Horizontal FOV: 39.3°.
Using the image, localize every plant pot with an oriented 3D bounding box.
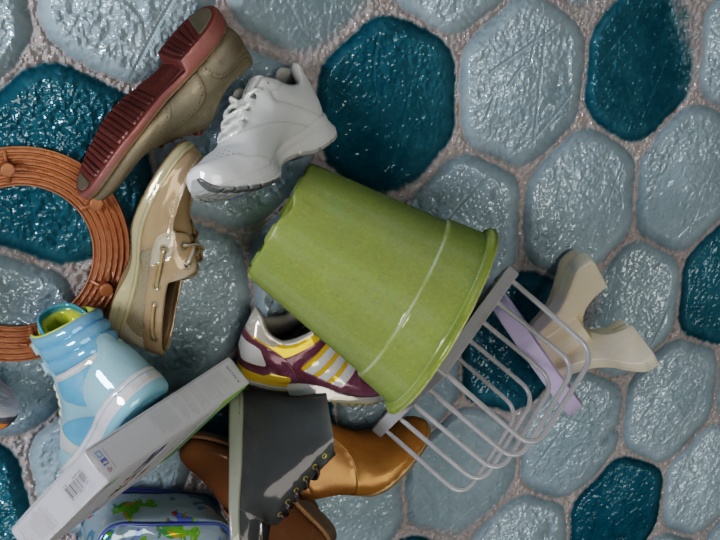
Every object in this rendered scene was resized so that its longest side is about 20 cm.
[{"bbox_3d":[0.000,0.000,0.954,0.188,0.200,0.202,31,94,-7],"label":"plant pot"}]

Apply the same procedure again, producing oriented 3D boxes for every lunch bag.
[{"bbox_3d":[-0.218,0.326,1.035,0.158,0.082,0.204,7,106,-29],"label":"lunch bag"}]

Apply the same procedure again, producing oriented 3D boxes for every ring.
[{"bbox_3d":[-0.301,-0.010,0.896,0.197,0.019,0.204,-10,114,-23],"label":"ring"}]

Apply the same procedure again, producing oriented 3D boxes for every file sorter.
[{"bbox_3d":[0.123,0.120,1.015,0.124,0.200,0.139,39,60,3],"label":"file sorter"}]

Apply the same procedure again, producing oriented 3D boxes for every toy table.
[{"bbox_3d":[0.236,0.068,1.127,0.116,0.185,0.200,-34,145,7],"label":"toy table"}]

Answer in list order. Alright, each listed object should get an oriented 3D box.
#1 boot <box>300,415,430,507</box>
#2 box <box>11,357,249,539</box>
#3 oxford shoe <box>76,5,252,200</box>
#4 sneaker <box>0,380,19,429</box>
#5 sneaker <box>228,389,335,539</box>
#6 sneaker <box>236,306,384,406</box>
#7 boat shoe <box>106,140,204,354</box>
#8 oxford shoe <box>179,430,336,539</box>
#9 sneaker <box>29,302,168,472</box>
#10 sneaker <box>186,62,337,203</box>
[{"bbox_3d":[-0.028,0.185,1.086,0.200,0.071,0.145,-34,122,-7],"label":"boot"},{"bbox_3d":[-0.201,0.162,0.900,0.144,0.037,0.199,-43,173,33],"label":"box"},{"bbox_3d":[-0.169,-0.132,0.888,0.201,0.070,0.075,-50,129,-1],"label":"oxford shoe"},{"bbox_3d":[-0.404,0.133,0.873,0.197,0.078,0.114,14,107,-20],"label":"sneaker"},{"bbox_3d":[-0.074,0.216,0.969,0.104,0.075,0.204,-1,84,-6],"label":"sneaker"},{"bbox_3d":[-0.030,0.083,1.042,0.197,0.075,0.092,3,114,-29],"label":"sneaker"},{"bbox_3d":[-0.171,-0.019,0.913,0.064,0.071,0.203,24,114,4],"label":"boat shoe"},{"bbox_3d":[-0.111,0.240,1.024,0.199,0.072,0.071,41,132,-9],"label":"oxford shoe"},{"bbox_3d":[-0.256,0.104,0.924,0.131,0.200,0.079,50,44,5],"label":"sneaker"},{"bbox_3d":[-0.097,-0.121,0.898,0.200,0.073,0.088,-47,121,-53],"label":"sneaker"}]
